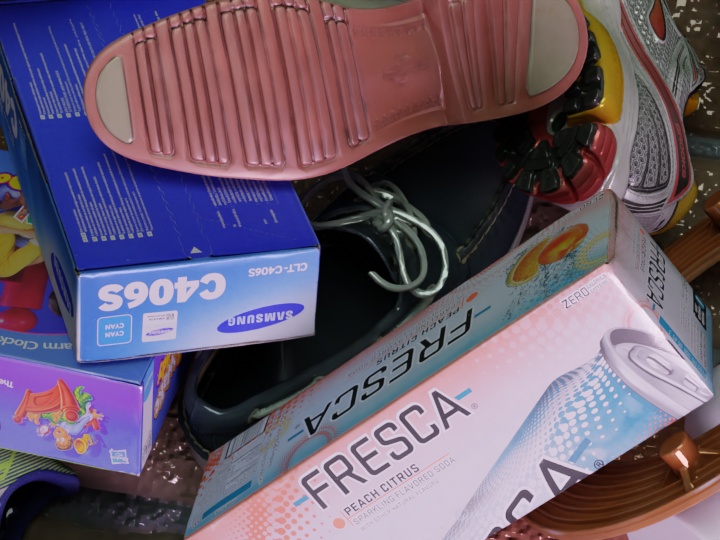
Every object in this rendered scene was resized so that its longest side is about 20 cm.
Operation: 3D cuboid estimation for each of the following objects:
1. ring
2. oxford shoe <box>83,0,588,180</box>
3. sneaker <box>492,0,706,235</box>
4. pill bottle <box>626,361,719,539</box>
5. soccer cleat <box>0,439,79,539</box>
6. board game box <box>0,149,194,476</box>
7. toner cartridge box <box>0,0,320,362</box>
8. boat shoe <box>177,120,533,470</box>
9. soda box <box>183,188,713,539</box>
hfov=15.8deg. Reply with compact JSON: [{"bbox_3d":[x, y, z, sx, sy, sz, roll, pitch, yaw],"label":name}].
[{"bbox_3d":[0.131,0.022,0.976,0.019,0.200,0.201,47,69,-17],"label":"ring"},{"bbox_3d":[-0.014,-0.075,1.016,0.198,0.074,0.071,-7,98,-17],"label":"oxford shoe"},{"bbox_3d":[0.099,-0.094,1.098,0.082,0.078,0.201,30,44,-31],"label":"sneaker"},{"bbox_3d":[0.197,0.055,0.987,0.200,0.112,0.112,-41,68,-17],"label":"pill bottle"},{"bbox_3d":[-0.169,0.146,0.985,0.083,0.065,0.201,22,68,0],"label":"soccer cleat"},{"bbox_3d":[-0.163,0.004,1.035,0.198,0.045,0.135,11,36,8],"label":"board game box"},{"bbox_3d":[-0.087,-0.044,1.034,0.094,0.043,0.200,-7,37,-14],"label":"toner cartridge box"},{"bbox_3d":[0.000,0.000,1.052,0.200,0.062,0.075,-42,67,-18],"label":"boat shoe"},{"bbox_3d":[0.032,0.058,0.956,0.199,0.068,0.064,-34,19,22],"label":"soda box"}]
